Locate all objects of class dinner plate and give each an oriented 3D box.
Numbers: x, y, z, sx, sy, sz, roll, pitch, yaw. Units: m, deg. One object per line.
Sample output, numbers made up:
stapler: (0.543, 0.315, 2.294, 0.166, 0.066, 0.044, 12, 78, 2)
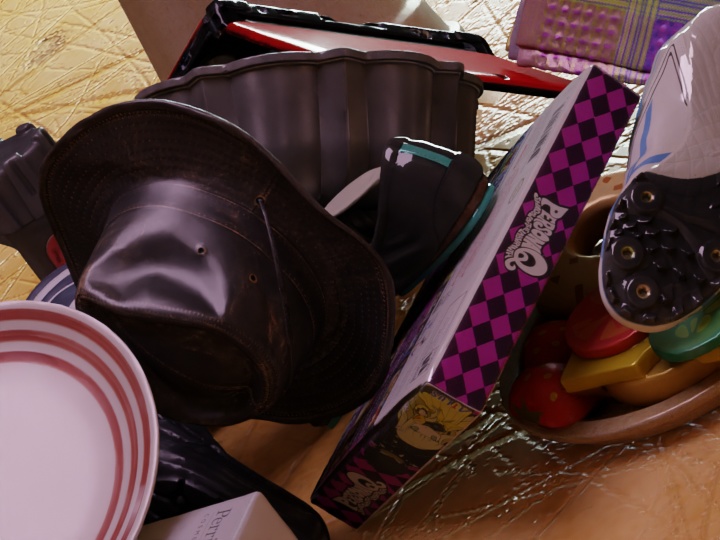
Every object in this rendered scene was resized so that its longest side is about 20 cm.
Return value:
dinner plate: (-0.180, 0.106, 1.363, 0.199, 0.024, 0.201, -12, 57, 18)

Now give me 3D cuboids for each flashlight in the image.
flashlight: (-0.142, 0.006, 1.644, 0.068, 0.200, 0.068, -44, 26, -22)

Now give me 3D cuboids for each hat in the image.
hat: (-0.085, 0.020, 1.409, 0.200, 0.201, 0.081, -12, 31, 40)

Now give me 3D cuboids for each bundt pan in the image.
bundt pan: (-0.030, -0.054, 1.561, 0.201, 0.201, 0.076, -15, 74, 37)

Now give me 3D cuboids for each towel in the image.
towel: (0.179, -0.168, 1.597, 0.199, 0.023, 0.145, 12, 88, 29)

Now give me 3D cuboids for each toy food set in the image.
toy food set: (0.152, 0.009, 1.447, 0.197, 0.049, 0.200, -16, 31, 36)

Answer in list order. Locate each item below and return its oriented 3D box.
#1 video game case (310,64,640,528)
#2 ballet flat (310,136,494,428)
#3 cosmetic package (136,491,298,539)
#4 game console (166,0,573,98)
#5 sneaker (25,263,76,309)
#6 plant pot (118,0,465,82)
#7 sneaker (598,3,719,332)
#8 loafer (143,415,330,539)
video game case: (0.055, 0.015, 1.449, 0.201, 0.036, 0.181, -61, 6, -29)
ballet flat: (0.000, 0.000, 1.492, 0.200, 0.068, 0.068, -57, 5, 40)
cosmetic package: (-0.121, 0.227, 1.318, 0.199, 0.123, 0.200, -17, 30, 31)
game console: (0.002, -0.083, 1.653, 0.173, 0.199, 0.119, -57, 45, 33)
sneaker: (-0.088, 0.029, 1.587, 0.199, 0.071, 0.108, 2, 1, -33)
plant pot: (-0.066, -0.169, 1.835, 0.200, 0.184, 0.201, -33, 13, 9)
sneaker: (0.159, -0.043, 1.413, 0.073, 0.072, 0.201, 113, 180, -53)
loafer: (-0.095, 0.103, 1.505, 0.200, 0.068, 0.070, 21, 42, 28)
